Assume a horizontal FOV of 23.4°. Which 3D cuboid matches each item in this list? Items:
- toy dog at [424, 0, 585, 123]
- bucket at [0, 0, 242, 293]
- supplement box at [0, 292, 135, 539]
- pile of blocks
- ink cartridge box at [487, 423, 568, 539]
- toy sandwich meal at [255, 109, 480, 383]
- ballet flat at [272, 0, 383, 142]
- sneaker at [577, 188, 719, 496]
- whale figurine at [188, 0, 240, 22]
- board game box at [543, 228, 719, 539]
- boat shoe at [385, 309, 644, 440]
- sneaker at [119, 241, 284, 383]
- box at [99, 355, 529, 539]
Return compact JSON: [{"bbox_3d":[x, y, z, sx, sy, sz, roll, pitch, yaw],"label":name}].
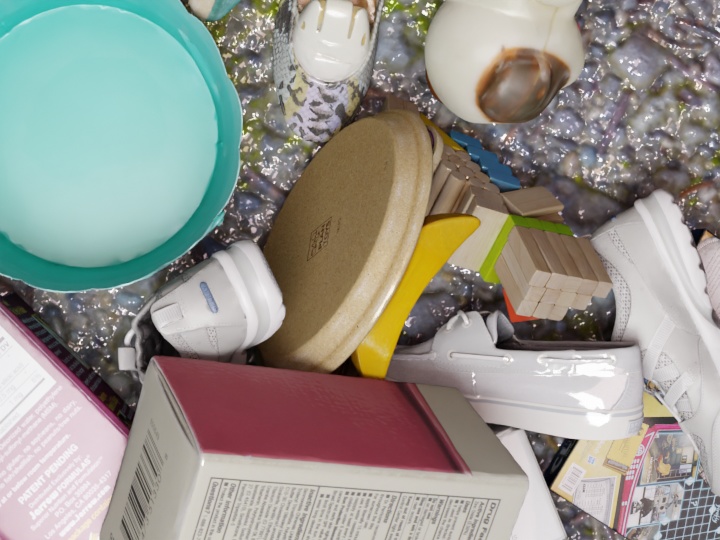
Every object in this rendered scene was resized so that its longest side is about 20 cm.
[{"bbox_3d":[0.088,-0.190,1.083,0.193,0.139,0.202,-18,110,-31],"label":"toy dog"},{"bbox_3d":[-0.172,-0.085,1.069,0.205,0.135,0.209,0,90,-5],"label":"bucket"},{"bbox_3d":[-0.187,0.117,1.073,0.103,0.131,0.200,-45,93,-3],"label":"supplement box"},{"bbox_3d":[0.075,-0.030,1.113,0.200,0.082,0.062,47,126,29],"label":"pile of blocks"},{"bbox_3d":[0.069,0.214,1.120,0.144,0.084,0.201,-22,92,-3],"label":"ink cartridge box"},{"bbox_3d":[0.000,0.000,1.072,0.070,0.205,0.206,26,89,-25],"label":"toy sandwich meal"},{"bbox_3d":[-0.014,-0.184,1.116,0.071,0.072,0.202,12,90,-5],"label":"ballet flat"},{"bbox_3d":[0.197,0.054,1.112,0.081,0.075,0.202,-20,86,12],"label":"sneaker"},{"bbox_3d":[-0.062,-0.245,1.063,0.103,0.159,0.202,12,58,-21],"label":"whale figurine"},{"bbox_3d":[0.228,0.093,1.158,0.135,0.035,0.201,33,88,-5],"label":"board game box"},{"bbox_3d":[0.082,0.059,1.097,0.198,0.072,0.069,9,100,27],"label":"boat shoe"},{"bbox_3d":[-0.112,0.042,1.043,0.081,0.200,0.075,-19,71,-24],"label":"sneaker"},{"bbox_3d":[-0.028,0.135,0.969,0.198,0.109,0.129,8,113,-26],"label":"box"}]
